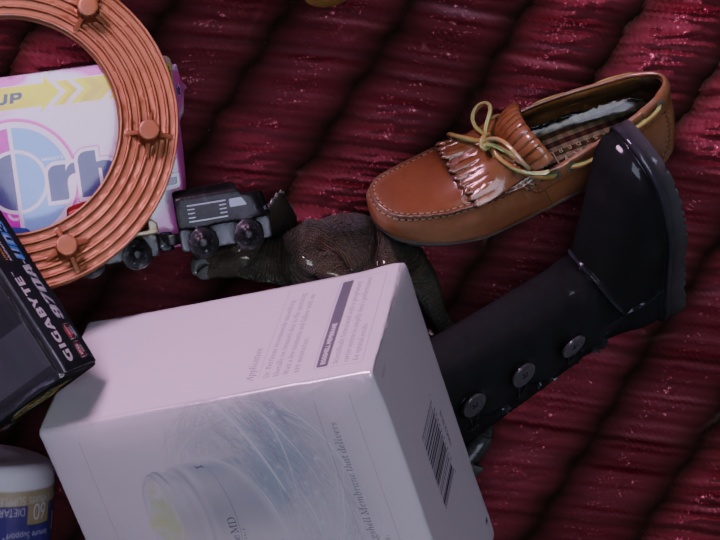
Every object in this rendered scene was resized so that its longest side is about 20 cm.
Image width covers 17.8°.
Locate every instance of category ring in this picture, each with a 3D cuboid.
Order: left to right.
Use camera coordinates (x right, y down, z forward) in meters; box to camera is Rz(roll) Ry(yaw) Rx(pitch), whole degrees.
[{"bbox_3d":[-0.204,-0.085,1.326,0.199,0.019,0.202,1,76,-5],"label":"ring"}]

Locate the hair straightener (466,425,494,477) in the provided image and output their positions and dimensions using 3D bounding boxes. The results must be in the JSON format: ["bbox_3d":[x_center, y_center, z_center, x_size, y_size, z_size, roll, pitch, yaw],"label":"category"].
[{"bbox_3d":[0.008,0.149,1.436,0.077,0.041,0.200,43,88,-8],"label":"hair straightener"}]

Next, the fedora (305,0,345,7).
[{"bbox_3d":[-0.030,-0.257,1.356,0.081,0.200,0.202,10,93,23],"label":"fedora"}]

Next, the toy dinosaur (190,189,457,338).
[{"bbox_3d":[0.000,0.000,1.405,0.199,0.077,0.103,3,61,-21],"label":"toy dinosaur"}]

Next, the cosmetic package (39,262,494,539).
[{"bbox_3d":[-0.049,0.124,1.318,0.199,0.123,0.200,-11,118,17],"label":"cosmetic package"}]

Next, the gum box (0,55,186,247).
[{"bbox_3d":[-0.198,-0.061,1.381,0.199,0.066,0.114,-8,97,-7],"label":"gum box"}]

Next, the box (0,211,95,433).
[{"bbox_3d":[-0.268,0.041,1.285,0.200,0.046,0.159,-34,86,19],"label":"box"}]

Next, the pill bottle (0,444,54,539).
[{"bbox_3d":[-0.243,0.208,1.372,0.110,0.111,0.201,4,94,-8],"label":"pill bottle"}]

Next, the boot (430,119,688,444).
[{"bbox_3d":[0.099,0.017,1.383,0.199,0.066,0.165,-28,136,-11],"label":"boot"}]

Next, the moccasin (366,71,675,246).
[{"bbox_3d":[0.099,-0.071,1.406,0.200,0.074,0.078,-15,140,-6],"label":"moccasin"}]

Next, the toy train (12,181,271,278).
[{"bbox_3d":[-0.151,-0.020,1.340,0.199,0.034,0.046,-10,95,-7],"label":"toy train"}]
